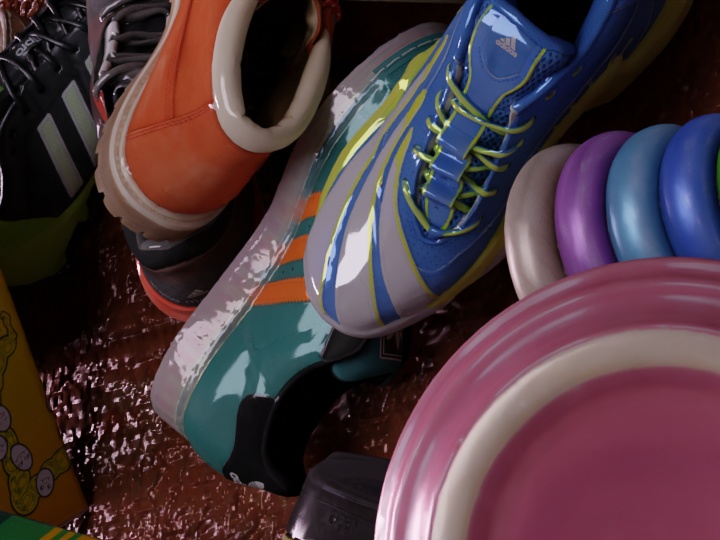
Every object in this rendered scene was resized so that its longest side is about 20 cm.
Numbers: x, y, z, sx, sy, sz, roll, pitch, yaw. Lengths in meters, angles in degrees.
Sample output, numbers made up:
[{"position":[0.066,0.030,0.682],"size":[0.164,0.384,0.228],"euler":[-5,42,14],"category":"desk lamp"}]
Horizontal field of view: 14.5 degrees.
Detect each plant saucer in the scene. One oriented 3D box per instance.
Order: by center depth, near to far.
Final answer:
[{"position":[0.099,0.094,0.909],"size":[0.200,0.051,0.201],"euler":[-1,85,12],"category":"plant saucer"}]

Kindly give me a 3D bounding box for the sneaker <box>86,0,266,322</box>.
[{"position":[-0.082,-0.082,1.217],"size":[0.077,0.082,0.201],"euler":[-18,69,9],"category":"sneaker"}]

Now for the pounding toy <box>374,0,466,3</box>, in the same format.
[{"position":[0.012,-0.193,1.095],"size":[0.200,0.184,0.143],"euler":[51,131,39],"category":"pounding toy"}]

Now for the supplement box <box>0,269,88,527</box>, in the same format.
[{"position":[-0.223,0.039,1.269],"size":[0.109,0.109,0.201],"euler":[-3,111,49],"category":"supplement box"}]

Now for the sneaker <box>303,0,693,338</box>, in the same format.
[{"position":[0.039,-0.062,1.036],"size":[0.076,0.105,0.200],"euler":[40,96,16],"category":"sneaker"}]

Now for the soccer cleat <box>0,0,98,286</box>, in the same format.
[{"position":[-0.140,-0.085,1.304],"size":[0.067,0.081,0.201],"euler":[39,108,48],"category":"soccer cleat"}]

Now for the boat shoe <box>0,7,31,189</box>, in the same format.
[{"position":[-0.205,-0.032,1.368],"size":[0.076,0.074,0.201],"euler":[17,91,50],"category":"boat shoe"}]

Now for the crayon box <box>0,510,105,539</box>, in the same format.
[{"position":[-0.121,0.198,1.102],"size":[0.051,0.126,0.200],"euler":[104,-178,-53],"category":"crayon box"}]

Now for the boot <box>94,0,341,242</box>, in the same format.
[{"position":[-0.034,-0.112,1.158],"size":[0.107,0.075,0.201],"euler":[-34,33,54],"category":"boot"}]

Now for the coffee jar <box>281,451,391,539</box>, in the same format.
[{"position":[0.003,0.172,1.052],"size":[0.104,0.085,0.201],"euler":[16,90,50],"category":"coffee jar"}]

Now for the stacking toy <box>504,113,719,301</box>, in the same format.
[{"position":[0.147,-0.029,0.958],"size":[0.200,0.085,0.086],"euler":[-21,63,39],"category":"stacking toy"}]

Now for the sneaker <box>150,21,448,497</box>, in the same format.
[{"position":[0.000,0.000,1.133],"size":[0.080,0.071,0.200],"euler":[38,103,27],"category":"sneaker"}]
